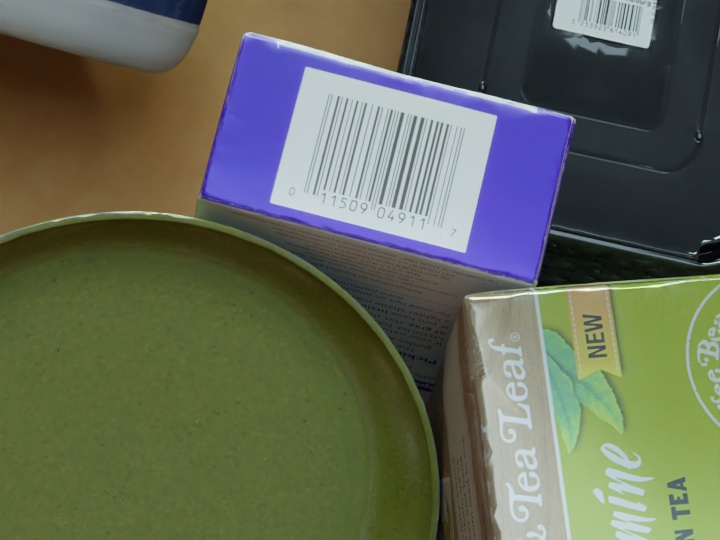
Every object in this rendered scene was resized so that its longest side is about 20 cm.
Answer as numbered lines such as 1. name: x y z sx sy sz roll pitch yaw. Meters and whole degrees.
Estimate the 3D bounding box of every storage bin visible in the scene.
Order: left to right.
1. storage bin: 0.085 -0.087 1.095 0.134 0.094 0.201 12 68 -2

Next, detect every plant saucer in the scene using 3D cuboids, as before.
1. plant saucer: -0.075 0.071 0.939 0.199 0.031 0.201 -2 111 -6

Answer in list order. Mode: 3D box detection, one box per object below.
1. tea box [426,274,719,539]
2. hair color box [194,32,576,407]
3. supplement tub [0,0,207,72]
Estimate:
1. tea box: 0.129 0.114 0.923 0.196 0.134 0.201 -5 70 -7
2. hair color box: 0.000 0.000 0.995 0.109 0.200 0.065 15 67 0
3. supplement tub: -0.102 -0.183 1.050 0.144 0.144 0.201 17 94 0
